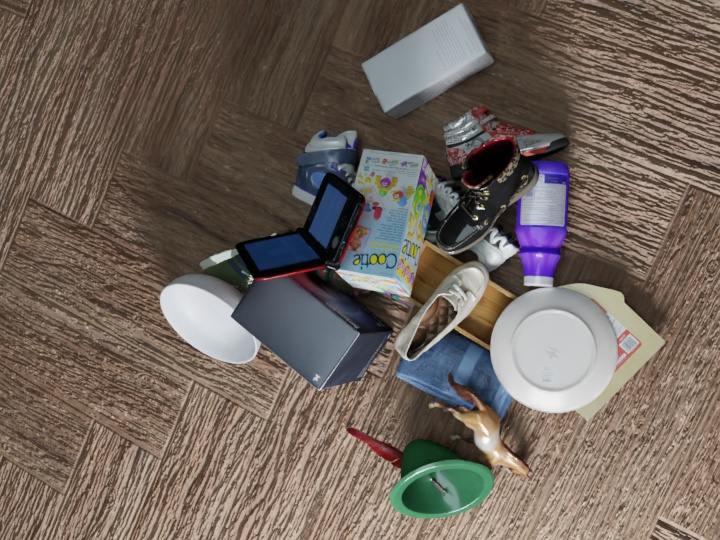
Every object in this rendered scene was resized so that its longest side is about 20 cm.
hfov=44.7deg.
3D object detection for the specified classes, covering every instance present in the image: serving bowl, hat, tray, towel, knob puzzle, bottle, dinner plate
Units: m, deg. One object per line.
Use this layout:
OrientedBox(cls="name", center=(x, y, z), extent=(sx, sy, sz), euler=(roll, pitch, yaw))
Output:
OrientedBox(cls="serving bowl", center=(-0.256, 0.076, 1.562), extent=(0.200, 0.200, 0.066), euler=(19, 51, 18))
OrientedBox(cls="hat", center=(0.108, 0.299, 1.473), extent=(0.176, 0.199, 0.166), euler=(-104, 31, -46))
OrientedBox(cls="tray", center=(0.162, 0.041, 1.437), extent=(0.200, 0.037, 0.099), euler=(31, 98, -8))
OrientedBox(cls="towel", center=(0.164, 0.170, 1.464), extent=(0.200, 0.049, 0.112), euler=(27, 96, 18))
OrientedBox(cls="knob puzzle", center=(0.351, 0.108, 1.409), extent=(0.219, 0.030, 0.221), euler=(0, 91, 16))
OrientedBox(cls="bottle", center=(0.293, -0.075, 1.414), extent=(0.083, 0.065, 0.201), euler=(2, 86, 10))
OrientedBox(cls="dinner plate", center=(0.306, 0.127, 1.391), extent=(0.199, 0.024, 0.201), euler=(0, 90, 15))

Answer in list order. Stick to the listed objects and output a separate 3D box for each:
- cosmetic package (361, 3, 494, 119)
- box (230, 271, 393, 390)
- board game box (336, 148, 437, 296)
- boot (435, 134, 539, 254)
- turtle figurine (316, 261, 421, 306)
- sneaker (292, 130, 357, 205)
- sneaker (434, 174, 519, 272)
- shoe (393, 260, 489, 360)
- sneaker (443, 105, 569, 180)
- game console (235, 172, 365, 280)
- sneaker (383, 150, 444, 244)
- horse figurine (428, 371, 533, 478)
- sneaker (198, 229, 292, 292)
OrientedBox(cls="cosmetic package", center=(0.114, -0.352, 1.488), extent=(0.200, 0.074, 0.102), euler=(-27, 80, 18))
OrientedBox(cls="box", center=(-0.075, 0.089, 1.469), extent=(0.200, 0.198, 0.123), euler=(37, 100, 16))
OrientedBox(cls="board game box", center=(0.042, -0.074, 1.375), extent=(0.105, 0.103, 0.201), euler=(10, 76, 20))
OrientedBox(cls="boot", center=(0.181, -0.117, 1.338), extent=(0.200, 0.151, 0.073), euler=(-40, 68, 7))
OrientedBox(cls="turtle figurine", center=(0.000, 0.000, 1.483), extent=(0.199, 0.101, 0.150), euler=(11, 133, 1))
OrientedBox(cls="sneaker", center=(-0.019, -0.166, 1.520), extent=(0.200, 0.081, 0.147), euler=(26, 100, 23))
OrientedBox(cls="sneaker", center=(0.170, -0.081, 1.462), extent=(0.200, 0.075, 0.081), euler=(47, 111, 15))
OrientedBox(cls="shoe", center=(0.133, 0.068, 1.395), extent=(0.070, 0.053, 0.200), euler=(41, 97, -9))
OrientedBox(cls="sneaker", center=(0.234, -0.225, 1.444), extent=(0.201, 0.067, 0.108), euler=(-14, 86, 20))
OrientedBox(cls="game console", center=(-0.097, -0.073, 1.351), extent=(0.118, 0.200, 0.173), euler=(19, 101, -22))
OrientedBox(cls="sneaker", center=(0.069, -0.115, 1.492), extent=(0.074, 0.089, 0.200), euler=(-22, 62, -20))
OrientedBox(cls="horse figurine", center=(0.189, 0.260, 1.417), extent=(0.132, 0.050, 0.200), euler=(1, 122, 39))
OrientedBox(cls="sneaker", center=(-0.197, -0.003, 1.586), extent=(0.200, 0.067, 0.090), euler=(-19, 83, 23))
